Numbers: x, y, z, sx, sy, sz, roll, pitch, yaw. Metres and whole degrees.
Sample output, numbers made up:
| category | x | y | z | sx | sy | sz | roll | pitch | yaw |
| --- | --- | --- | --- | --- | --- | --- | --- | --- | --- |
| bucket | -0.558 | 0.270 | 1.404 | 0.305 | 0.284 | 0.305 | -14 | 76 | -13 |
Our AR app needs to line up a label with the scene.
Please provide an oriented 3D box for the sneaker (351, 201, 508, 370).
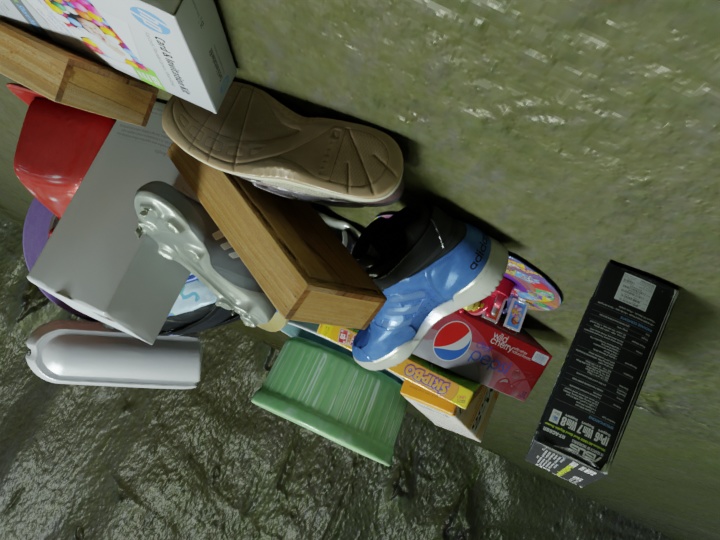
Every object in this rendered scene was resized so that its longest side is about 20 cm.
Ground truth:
| category | x | y | z | sx | sy | sz | roll | pitch | yaw |
| --- | --- | --- | --- | --- | --- | --- | --- | --- | --- |
| sneaker | 0.026 | 0.011 | 0.818 | 0.110 | 0.078 | 0.199 | 31 | 138 | -20 |

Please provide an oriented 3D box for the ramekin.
| category | x | y | z | sx | sy | sz | roll | pitch | yaw |
| --- | --- | --- | --- | --- | --- | --- | --- | --- | --- |
| ramekin | -0.033 | 0.165 | 1.193 | 0.197 | 0.099 | 0.200 | 24 | 169 | 5 |

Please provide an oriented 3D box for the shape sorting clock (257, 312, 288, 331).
| category | x | y | z | sx | sy | sz | roll | pitch | yaw |
| --- | --- | --- | --- | --- | --- | --- | --- | --- | --- |
| shape sorting clock | -0.146 | -0.017 | 1.108 | 0.200 | 0.039 | 0.202 | 44 | 152 | 30 |

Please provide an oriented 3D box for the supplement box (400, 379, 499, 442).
| category | x | y | z | sx | sy | sz | roll | pitch | yaw |
| --- | --- | --- | --- | --- | --- | --- | --- | --- | --- |
| supplement box | 0.125 | 0.129 | 1.154 | 0.072 | 0.128 | 0.200 | 18 | 168 | 22 |

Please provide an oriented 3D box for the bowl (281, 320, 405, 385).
| category | x | y | z | sx | sy | sz | roll | pitch | yaw |
| --- | --- | --- | --- | --- | --- | --- | --- | --- | --- |
| bowl | -0.005 | 0.060 | 1.180 | 0.198 | 0.107 | 0.201 | 24 | 170 | 5 |

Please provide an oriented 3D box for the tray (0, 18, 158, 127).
| category | x | y | z | sx | sy | sz | roll | pitch | yaw |
| --- | --- | --- | --- | --- | --- | --- | --- | --- | --- |
| tray | -0.263 | -0.173 | 0.730 | 0.198 | 0.038 | 0.098 | 27 | -171 | 26 |

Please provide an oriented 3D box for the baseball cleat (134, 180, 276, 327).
| category | x | y | z | sx | sy | sz | roll | pitch | yaw |
| --- | --- | --- | --- | --- | --- | --- | --- | --- | --- |
| baseball cleat | -0.123 | -0.035 | 0.815 | 0.069 | 0.108 | 0.201 | 13 | 153 | 30 |

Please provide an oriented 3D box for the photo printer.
| category | x | y | z | sx | sy | sz | roll | pitch | yaw |
| --- | --- | --- | --- | --- | --- | --- | --- | --- | --- |
| photo printer | -0.291 | 0.098 | 1.092 | 0.196 | 0.071 | 0.166 | 5 | 178 | -15 |

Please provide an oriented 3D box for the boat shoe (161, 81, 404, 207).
| category | x | y | z | sx | sy | sz | roll | pitch | yaw |
| --- | --- | --- | --- | --- | --- | --- | --- | --- | --- |
| boat shoe | -0.058 | -0.088 | 0.703 | 0.197 | 0.073 | 0.065 | 16 | 162 | 16 |

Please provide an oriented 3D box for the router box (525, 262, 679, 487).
| category | x | y | z | sx | sy | sz | roll | pitch | yaw |
| --- | --- | --- | --- | --- | --- | --- | --- | --- | --- |
| router box | 0.197 | 0.096 | 0.779 | 0.061 | 0.152 | 0.200 | 22 | 168 | 14 |

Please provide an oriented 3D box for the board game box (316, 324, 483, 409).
| category | x | y | z | sx | sy | sz | roll | pitch | yaw |
| --- | --- | --- | --- | --- | --- | --- | --- | --- | --- |
| board game box | 0.040 | 0.089 | 1.017 | 0.198 | 0.030 | 0.095 | 29 | -170 | 13 |

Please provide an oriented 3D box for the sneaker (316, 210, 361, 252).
| category | x | y | z | sx | sy | sz | roll | pitch | yaw |
| --- | --- | --- | --- | --- | --- | --- | --- | --- | --- |
| sneaker | 0.000 | 0.000 | 0.989 | 0.198 | 0.078 | 0.080 | 30 | 160 | -27 |

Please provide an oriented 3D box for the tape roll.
| category | x | y | z | sx | sy | sz | roll | pitch | yaw |
| --- | --- | --- | --- | --- | --- | --- | --- | --- | --- |
| tape roll | -0.314 | -0.037 | 1.156 | 0.197 | 0.203 | 0.066 | 24 | 169 | 2 |

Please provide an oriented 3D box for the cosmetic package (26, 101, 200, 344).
| category | x | y | z | sx | sy | sz | roll | pitch | yaw |
| --- | --- | --- | --- | --- | --- | --- | --- | --- | --- |
| cosmetic package | -0.201 | -0.049 | 0.850 | 0.112 | 0.203 | 0.081 | 20 | 167 | 32 |

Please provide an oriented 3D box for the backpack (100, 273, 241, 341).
| category | x | y | z | sx | sy | sz | roll | pitch | yaw |
| --- | --- | --- | --- | --- | --- | --- | --- | --- | --- |
| backpack | -0.161 | 0.001 | 0.962 | 0.161 | 0.157 | 0.198 | -6 | -173 | -39 |

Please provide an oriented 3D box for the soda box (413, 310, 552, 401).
| category | x | y | z | sx | sy | sz | roll | pitch | yaw |
| --- | --- | --- | --- | --- | --- | --- | --- | --- | --- |
| soda box | 0.107 | 0.069 | 0.991 | 0.198 | 0.064 | 0.070 | 26 | -168 | -29 |

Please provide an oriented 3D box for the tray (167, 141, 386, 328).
| category | x | y | z | sx | sy | sz | roll | pitch | yaw |
| --- | --- | --- | --- | --- | --- | --- | --- | --- | --- |
| tray | -0.070 | -0.038 | 0.750 | 0.098 | 0.037 | 0.201 | 12 | -147 | -51 |

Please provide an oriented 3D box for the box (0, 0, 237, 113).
| category | x | y | z | sx | sy | sz | roll | pitch | yaw |
| --- | --- | --- | --- | --- | --- | --- | --- | --- | --- |
| box | -0.186 | -0.186 | 0.612 | 0.197 | 0.042 | 0.156 | 24 | 170 | 4 |

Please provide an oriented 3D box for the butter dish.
| category | x | y | z | sx | sy | sz | roll | pitch | yaw |
| --- | --- | --- | --- | --- | --- | --- | --- | --- | --- |
| butter dish | -0.285 | -0.090 | 0.992 | 0.197 | 0.150 | 0.200 | 18 | 167 | 36 |

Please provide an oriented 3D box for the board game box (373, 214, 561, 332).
| category | x | y | z | sx | sy | sz | roll | pitch | yaw |
| --- | --- | --- | --- | --- | --- | --- | --- | --- | --- |
| board game box | 0.094 | 0.010 | 0.892 | 0.197 | 0.039 | 0.158 | 21 | 168 | 19 |
